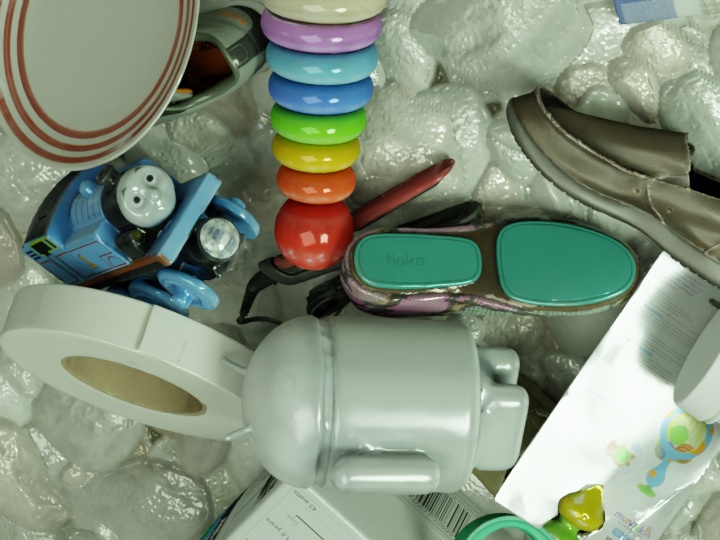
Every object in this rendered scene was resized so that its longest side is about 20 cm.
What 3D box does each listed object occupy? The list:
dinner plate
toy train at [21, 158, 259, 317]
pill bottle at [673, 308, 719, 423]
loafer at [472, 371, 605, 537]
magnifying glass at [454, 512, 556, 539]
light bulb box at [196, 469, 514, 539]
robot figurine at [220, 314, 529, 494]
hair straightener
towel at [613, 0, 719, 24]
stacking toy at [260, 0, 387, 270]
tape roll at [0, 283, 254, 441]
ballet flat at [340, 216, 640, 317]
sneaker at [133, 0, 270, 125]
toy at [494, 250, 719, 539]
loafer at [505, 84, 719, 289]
[{"bbox_3d":[-0.176,-0.165,1.699,0.199,0.024,0.202,-7,79,38],"label":"dinner plate"},{"bbox_3d":[-0.150,-0.023,1.728,0.114,0.087,0.200,35,161,-17],"label":"toy train"},{"bbox_3d":[0.306,0.102,1.646,0.199,0.109,0.109,32,121,-4],"label":"pill bottle"},{"bbox_3d":[0.101,0.116,1.759,0.199,0.067,0.076,27,120,5],"label":"loafer"},{"bbox_3d":[0.146,0.221,1.760,0.199,0.022,0.080,18,82,-28],"label":"magnifying glass"},{"bbox_3d":[-0.016,0.234,1.824,0.198,0.125,0.200,42,121,-4],"label":"light bulb box"},{"bbox_3d":[0.008,0.088,1.678,0.198,0.170,0.114,3,121,-8],"label":"robot figurine"},{"bbox_3d":[0.000,0.000,1.753,0.199,0.041,0.077,-29,103,23],"label":"hair straightener"},{"bbox_3d":[0.237,-0.233,1.573,0.198,0.024,0.148,-8,114,24],"label":"towel"},{"bbox_3d":[-0.027,-0.097,1.687,0.085,0.085,0.202,9,114,15],"label":"stacking toy"},{"bbox_3d":[-0.152,0.065,1.769,0.201,0.037,0.203,17,162,6],"label":"tape roll"},{"bbox_3d":[0.085,0.004,1.703,0.198,0.070,0.071,-1,159,-2],"label":"ballet flat"},{"bbox_3d":[-0.146,-0.131,1.724,0.199,0.079,0.074,-21,108,28],"label":"sneaker"},{"bbox_3d":[0.185,0.096,1.707,0.115,0.047,0.201,33,91,-16],"label":"toy"},{"bbox_3d":[0.186,-0.067,1.649,0.199,0.073,0.071,32,112,-4],"label":"loafer"}]
